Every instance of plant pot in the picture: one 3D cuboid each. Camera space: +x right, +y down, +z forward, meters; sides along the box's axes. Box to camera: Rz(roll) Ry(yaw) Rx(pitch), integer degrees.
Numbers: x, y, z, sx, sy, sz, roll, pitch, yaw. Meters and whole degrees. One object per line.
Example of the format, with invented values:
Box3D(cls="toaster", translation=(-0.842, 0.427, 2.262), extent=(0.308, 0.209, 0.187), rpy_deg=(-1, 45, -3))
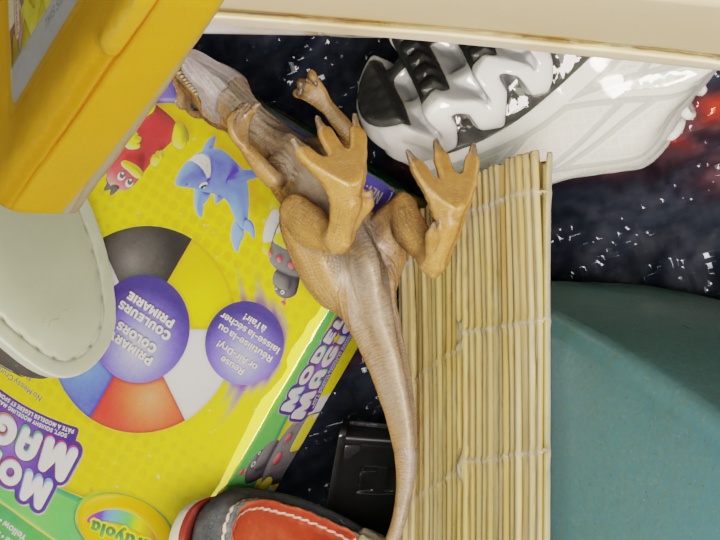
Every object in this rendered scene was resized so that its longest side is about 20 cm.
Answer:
Box3D(cls="plant pot", translation=(0.111, 0.086, 0.872), extent=(0.200, 0.141, 0.141), rpy_deg=(37, 117, 47))

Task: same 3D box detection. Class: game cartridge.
Box3D(cls="game cartridge", translation=(-0.071, -0.132, 0.752), extent=(0.032, 0.200, 0.176), rpy_deg=(3, 68, -19))

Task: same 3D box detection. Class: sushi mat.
Box3D(cls="sushi mat", translation=(0.036, 0.067, 0.859), extent=(0.012, 0.096, 0.200), rpy_deg=(8, 74, -24))

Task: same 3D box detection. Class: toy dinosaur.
Box3D(cls="toy dinosaur", translation=(0.000, 0.000, 0.884), extent=(0.200, 0.060, 0.106), rpy_deg=(66, 153, 18))

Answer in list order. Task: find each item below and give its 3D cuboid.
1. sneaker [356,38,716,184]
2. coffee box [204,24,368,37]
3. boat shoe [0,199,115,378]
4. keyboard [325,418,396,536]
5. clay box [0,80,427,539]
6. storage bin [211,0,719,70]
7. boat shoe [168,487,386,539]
Box3D(cls="sneaker", translation=(0.099, -0.085, 0.905), extent=(0.200, 0.075, 0.081), rpy_deg=(-31, 122, 14))
Box3D(cls="coffee box", translation=(-0.029, -0.177, 0.869), extent=(0.080, 0.114, 0.200), rpy_deg=(10, 101, 57))
Box3D(cls="boat shoe", translation=(-0.161, -0.044, 0.928), extent=(0.061, 0.072, 0.201), rpy_deg=(-26, 100, 46))
Box3D(cls="keyboard", translation=(-0.012, 0.150, 0.998), extent=(0.127, 0.021, 0.200), rpy_deg=(5, 106, -15))
Box3D(cls="clay box", translation=(-0.073, 0.033, 0.958), extent=(0.115, 0.048, 0.200), rpy_deg=(32, 95, 22))
Box3D(cls="storage bin", translation=(0.045, -0.170, 0.778), extent=(0.200, 0.094, 0.199), rpy_deg=(4, 86, -17))
Box3D(cls="boat shoe", translation=(0.019, 0.130, 0.933), extent=(0.063, 0.071, 0.200), rpy_deg=(-18, 136, 43))
